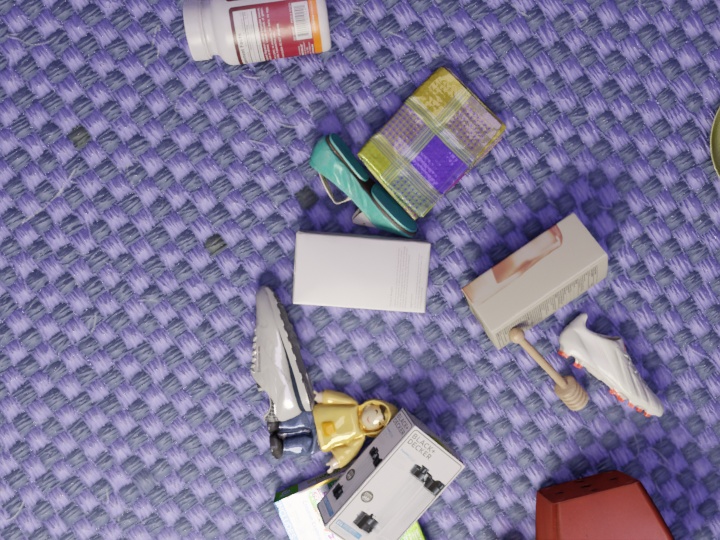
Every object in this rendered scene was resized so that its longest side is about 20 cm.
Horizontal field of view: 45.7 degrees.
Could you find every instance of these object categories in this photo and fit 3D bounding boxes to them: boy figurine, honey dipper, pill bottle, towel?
[{"bbox_3d":[-0.039,0.241,1.292,0.197,0.065,0.126,-8,73,3],"label":"boy figurine"},{"bbox_3d":[0.279,0.144,1.267,0.038,0.038,0.200,-44,125,3],"label":"honey dipper"},{"bbox_3d":[-0.145,-0.356,1.211,0.197,0.113,0.115,-8,96,-1],"label":"pill bottle"},{"bbox_3d":[0.107,-0.192,1.266,0.200,0.023,0.144,-44,96,-7],"label":"towel"}]

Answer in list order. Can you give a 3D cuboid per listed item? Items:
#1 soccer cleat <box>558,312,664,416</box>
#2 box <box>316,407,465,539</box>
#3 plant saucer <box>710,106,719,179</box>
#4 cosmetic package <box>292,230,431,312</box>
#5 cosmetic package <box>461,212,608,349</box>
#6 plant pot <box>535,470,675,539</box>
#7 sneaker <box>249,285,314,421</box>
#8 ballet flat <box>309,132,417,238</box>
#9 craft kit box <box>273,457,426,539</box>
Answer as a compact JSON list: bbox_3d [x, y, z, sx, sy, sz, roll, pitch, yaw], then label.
[{"bbox_3d":[0.393,0.147,1.303,0.199,0.069,0.078,37,91,-2],"label":"soccer cleat"},{"bbox_3d":[0.044,0.317,1.257,0.116,0.060,0.200,42,92,-22],"label":"box"},{"bbox_3d":[0.620,-0.196,1.292,0.197,0.031,0.203,0,95,-2],"label":"plant saucer"},{"bbox_3d":[0.000,0.000,1.266,0.197,0.085,0.109,6,95,-2],"label":"cosmetic package"},{"bbox_3d":[0.257,0.017,1.256,0.199,0.103,0.088,-33,65,1],"label":"cosmetic package"},{"bbox_3d":[0.360,0.407,1.275,0.197,0.200,0.179,-14,83,0],"label":"plant pot"},{"bbox_3d":[-0.132,0.122,1.268,0.080,0.076,0.202,-18,78,8],"label":"sneaker"},{"bbox_3d":[-0.002,-0.112,1.273,0.070,0.067,0.200,-40,96,27],"label":"ballet flat"},{"bbox_3d":[-0.008,0.404,1.329,0.195,0.049,0.202,-22,96,3],"label":"craft kit box"}]
